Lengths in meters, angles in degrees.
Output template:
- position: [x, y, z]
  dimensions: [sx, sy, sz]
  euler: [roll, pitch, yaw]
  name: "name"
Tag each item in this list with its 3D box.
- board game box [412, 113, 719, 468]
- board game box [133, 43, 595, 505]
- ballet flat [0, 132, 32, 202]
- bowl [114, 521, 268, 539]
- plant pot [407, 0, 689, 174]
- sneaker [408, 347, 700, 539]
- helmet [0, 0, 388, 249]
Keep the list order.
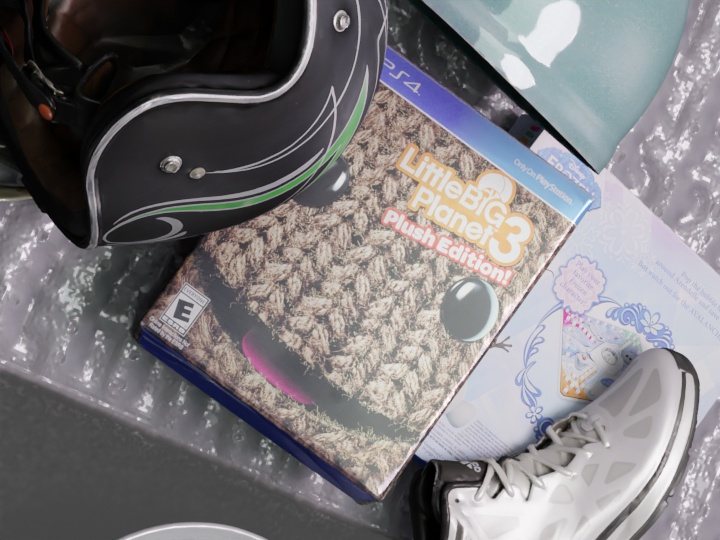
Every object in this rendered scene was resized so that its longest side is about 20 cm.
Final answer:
- position: [0.111, 0.048, 1.512]
  dimensions: [0.200, 0.043, 0.199]
  euler: [41, 81, -23]
  name: "board game box"
- position: [0.000, 0.000, 1.399]
  dimensions: [0.159, 0.097, 0.200]
  euler: [36, 81, -2]
  name: "board game box"
- position: [-0.222, -0.075, 1.335]
  dimensions: [0.200, 0.068, 0.068]
  euler: [20, 102, -25]
  name: "ballet flat"
- position: [-0.111, 0.226, 1.408]
  dimensions: [0.201, 0.090, 0.201]
  euler: [-3, 98, -25]
  name: "bowl"
- position: [0.098, -0.167, 1.377]
  dimensions: [0.200, 0.200, 0.134]
  euler: [41, 94, -23]
  name: "plant pot"
- position: [0.102, 0.115, 1.452]
  dimensions: [0.115, 0.076, 0.201]
  euler: [33, 87, -26]
  name: "sneaker"
- position: [-0.081, -0.115, 1.275]
  dimensions: [0.191, 0.200, 0.200]
  euler: [-27, 107, -17]
  name: "helmet"
